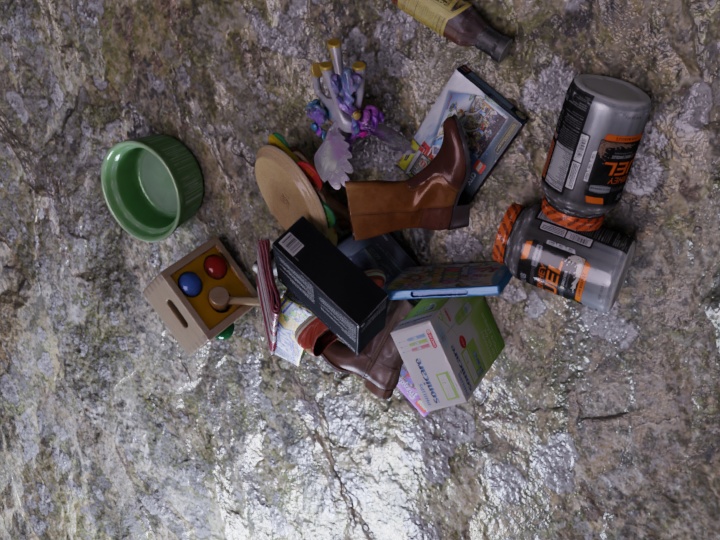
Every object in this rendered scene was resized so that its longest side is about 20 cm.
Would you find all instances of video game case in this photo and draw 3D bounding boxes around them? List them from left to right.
[{"bbox_3d":[0.000,0.000,1.604,0.198,0.019,0.143,-31,115,31],"label":"video game case"},{"bbox_3d":[0.147,0.016,1.468,0.195,0.143,0.018,-3,105,23],"label":"video game case"}]

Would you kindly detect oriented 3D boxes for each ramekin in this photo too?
[{"bbox_3d":[-0.403,-0.168,1.756,0.196,0.097,0.205,13,118,25],"label":"ramekin"}]

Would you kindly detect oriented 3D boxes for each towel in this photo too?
[{"bbox_3d":[-0.165,0.051,1.617,0.201,0.022,0.147,105,155,-63],"label":"towel"}]

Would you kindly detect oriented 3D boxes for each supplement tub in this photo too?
[{"bbox_3d":[0.311,-0.026,1.380,0.197,0.122,0.125,22,122,21],"label":"supplement tub"},{"bbox_3d":[0.335,-0.169,1.300,0.120,0.122,0.204,23,123,19],"label":"supplement tub"}]

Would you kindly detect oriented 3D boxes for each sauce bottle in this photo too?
[{"bbox_3d":[0.140,-0.384,1.356,0.198,0.066,0.067,34,125,10],"label":"sauce bottle"}]

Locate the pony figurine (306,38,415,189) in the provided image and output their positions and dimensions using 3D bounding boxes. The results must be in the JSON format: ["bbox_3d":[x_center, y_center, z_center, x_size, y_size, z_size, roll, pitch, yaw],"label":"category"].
[{"bbox_3d":[-0.019,-0.245,1.453,0.194,0.163,0.203,51,155,47],"label":"pony figurine"}]

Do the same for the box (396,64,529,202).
[{"bbox_3d":[0.160,-0.204,1.440,0.136,0.038,0.201,40,126,9],"label":"box"}]

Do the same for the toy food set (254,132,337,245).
[{"bbox_3d":[-0.110,-0.130,1.528,0.200,0.048,0.200,45,155,23],"label":"toy food set"}]

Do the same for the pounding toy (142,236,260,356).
[{"bbox_3d":[-0.278,0.053,1.747,0.202,0.183,0.142,53,139,-1],"label":"pounding toy"}]

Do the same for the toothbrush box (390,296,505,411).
[{"bbox_3d":[0.150,0.116,1.493,0.085,0.200,0.148,-19,102,35],"label":"toothbrush box"}]

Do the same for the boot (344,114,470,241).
[{"bbox_3d":[0.072,-0.145,1.404,0.195,0.069,0.192,-5,125,-3],"label":"boot"}]

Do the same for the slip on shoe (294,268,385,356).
[{"bbox_3d":[-0.029,0.076,1.577,0.199,0.074,0.061,-42,57,3],"label":"slip on shoe"}]

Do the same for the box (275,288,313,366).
[{"bbox_3d":[-0.119,0.095,1.684,0.069,0.065,0.202,26,143,5],"label":"box"}]

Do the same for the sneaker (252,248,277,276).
[{"bbox_3d":[-0.120,-0.009,1.681,0.196,0.075,0.082,-9,116,34],"label":"sneaker"}]

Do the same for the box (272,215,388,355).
[{"bbox_3d":[-0.050,0.027,1.478,0.199,0.079,0.142,42,159,15],"label":"box"}]

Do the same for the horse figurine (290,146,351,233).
[{"bbox_3d":[-0.101,-0.142,1.615,0.131,0.050,0.203,-23,95,29],"label":"horse figurine"}]

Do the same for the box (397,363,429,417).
[{"bbox_3d":[0.097,0.153,1.641,0.200,0.039,0.137,47,127,4],"label":"box"}]

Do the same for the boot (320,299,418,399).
[{"bbox_3d":[0.020,0.104,1.606,0.184,0.064,0.203,31,121,16],"label":"boot"}]
